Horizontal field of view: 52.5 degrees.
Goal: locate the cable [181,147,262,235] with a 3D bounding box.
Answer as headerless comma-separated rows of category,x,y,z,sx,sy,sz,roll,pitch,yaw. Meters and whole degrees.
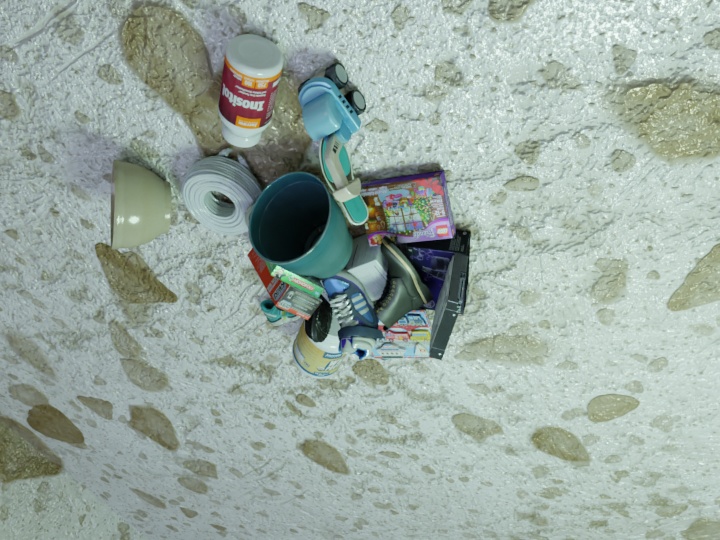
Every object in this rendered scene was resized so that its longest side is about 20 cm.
cable,-0.315,-0.169,1.686,0.196,0.070,0.201,-14,129,31

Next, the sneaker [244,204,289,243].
sneaker,-0.178,-0.087,1.672,0.196,0.086,0.077,10,136,-36

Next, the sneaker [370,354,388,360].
sneaker,0.050,0.196,1.923,0.077,0.088,0.198,41,134,-23

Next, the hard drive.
hard drive,0.190,0.080,1.595,0.037,0.142,0.203,13,139,1

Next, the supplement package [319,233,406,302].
supplement package,0.000,0.000,1.717,0.196,0.111,0.114,-19,127,34

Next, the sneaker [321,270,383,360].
sneaker,-0.029,0.110,1.647,0.079,0.149,0.201,-18,129,33

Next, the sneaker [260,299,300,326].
sneaker,-0.190,0.088,1.911,0.197,0.078,0.080,-25,115,38

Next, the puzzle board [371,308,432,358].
puzzle board,0.092,0.161,1.805,0.195,0.018,0.154,-3,124,30

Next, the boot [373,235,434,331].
boot,0.064,0.037,1.595,0.137,0.078,0.201,-36,122,2

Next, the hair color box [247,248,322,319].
hair color box,-0.180,0.017,1.717,0.110,0.201,0.064,28,107,-42

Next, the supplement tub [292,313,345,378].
supplement tub,-0.092,0.174,1.908,0.141,0.147,0.202,22,139,-5

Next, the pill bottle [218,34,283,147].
pill bottle,-0.220,-0.346,1.433,0.110,0.115,0.202,20,139,-2

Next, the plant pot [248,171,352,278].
plant pot,-0.111,-0.077,1.570,0.195,0.206,0.188,-4,158,24

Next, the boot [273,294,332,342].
boot,-0.148,0.085,1.795,0.153,0.216,0.080,-9,144,21

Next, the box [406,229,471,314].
box,0.179,0.000,1.679,0.137,0.080,0.203,9,138,15

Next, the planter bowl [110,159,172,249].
planter bowl,-0.514,-0.150,1.709,0.131,0.205,0.202,1,144,-22

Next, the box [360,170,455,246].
box,0.098,-0.131,1.567,0.195,0.039,0.140,-5,114,25

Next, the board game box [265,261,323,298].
board game box,-0.167,-0.024,1.678,0.133,0.201,0.029,29,107,-33

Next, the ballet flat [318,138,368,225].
ballet flat,-0.043,-0.191,1.551,0.068,0.069,0.204,-16,103,33

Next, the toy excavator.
toy excavator,-0.054,-0.259,1.397,0.098,0.203,0.195,-17,128,34
